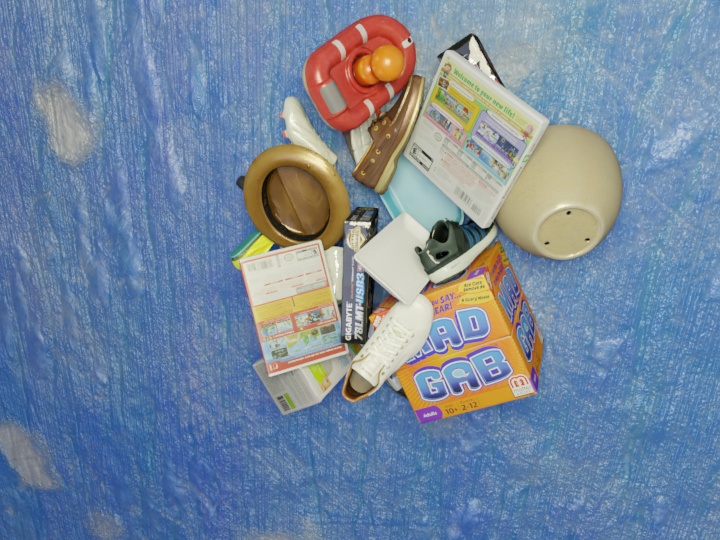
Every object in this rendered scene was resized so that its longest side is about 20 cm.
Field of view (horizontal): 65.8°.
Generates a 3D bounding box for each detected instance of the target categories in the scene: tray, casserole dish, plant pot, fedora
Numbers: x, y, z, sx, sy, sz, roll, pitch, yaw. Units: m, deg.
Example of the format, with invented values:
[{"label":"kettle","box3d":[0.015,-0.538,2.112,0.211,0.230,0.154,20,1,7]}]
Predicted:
[{"label":"tray","box3d":[0.067,-0.020,0.871,0.107,0.200,0.022,41,126,4]},{"label":"casserole dish","box3d":[0.101,-0.137,0.971,0.121,0.039,0.200,-27,96,27]},{"label":"plant pot","box3d":[0.294,-0.093,0.821,0.199,0.135,0.201,3,128,4]},{"label":"fedora","box3d":[-0.103,-0.130,0.965,0.200,0.082,0.201,6,122,10]}]

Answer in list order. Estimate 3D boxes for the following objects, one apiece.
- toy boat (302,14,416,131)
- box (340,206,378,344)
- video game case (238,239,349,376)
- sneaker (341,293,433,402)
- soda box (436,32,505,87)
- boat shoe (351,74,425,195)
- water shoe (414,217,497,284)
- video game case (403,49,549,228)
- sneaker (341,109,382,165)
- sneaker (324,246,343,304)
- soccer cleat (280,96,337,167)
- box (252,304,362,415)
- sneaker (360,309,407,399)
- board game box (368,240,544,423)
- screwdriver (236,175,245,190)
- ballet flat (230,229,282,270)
[{"label":"toy boat","box3d":[0.017,-0.308,0.850,0.131,0.200,0.131,8,137,52]},{"label":"box","box3d":[0.000,0.000,0.954,0.049,0.200,0.199,2,103,4]},{"label":"video game case","box3d":[-0.110,0.061,0.934,0.142,0.017,0.201,-15,92,-15]},{"label":"sneaker","box3d":[0.040,0.125,0.834,0.073,0.085,0.200,36,111,8]},{"label":"soda box","box3d":[0.199,-0.263,0.871,0.063,0.071,0.200,-28,97,25]},{"label":"boat shoe","box3d":[0.045,-0.220,0.895,0.067,0.072,0.201,21,119,-6]},{"label":"water shoe","box3d":[0.157,-0.055,0.887,0.071,0.200,0.079,-30,98,41]},{"label":"video game case","box3d":[0.160,-0.194,0.828,0.200,0.022,0.182,50,136,30]},{"label":"sneaker","box3d":[-0.018,-0.276,0.963,0.082,0.077,0.201,6,113,48]},{"label":"sneaker","box3d":[-0.103,0.023,1.043,0.200,0.074,0.116,-7,78,44]},{"label":"soccer cleat","box3d":[-0.082,-0.216,1.001,0.077,0.069,0.201,-10,112,18]},{"label":"box","box3d":[-0.088,0.162,1.053,0.101,0.200,0.113,-27,96,34]},{"label":"sneaker","box3d":[0.073,0.160,1.065,0.088,0.074,0.200,-37,93,29]},{"label":"board game box","box3d":[0.170,0.099,0.934,0.199,0.200,0.200,-22,98,26]},{"label":"screwdriver","box3d":[-0.161,-0.116,1.086,0.200,0.028,0.029,41,88,1]},{"label":"ballet flat","box3d":[-0.159,-0.073,1.043,0.067,0.200,0.067,45,163,-23]}]
